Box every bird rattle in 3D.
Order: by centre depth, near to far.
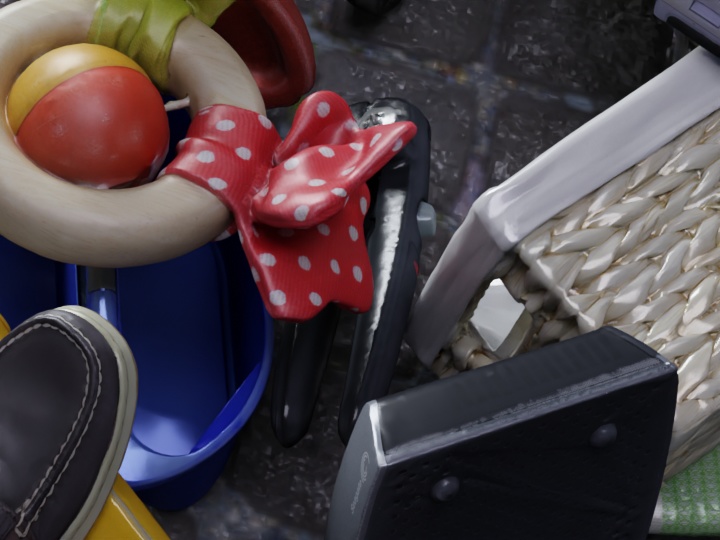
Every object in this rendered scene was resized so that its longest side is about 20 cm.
[{"bbox_3d":[-0.083,-0.054,1.013,0.162,0.113,0.201,-18,68,-23],"label":"bird rattle"}]

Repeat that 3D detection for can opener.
[{"bbox_3d":[0.000,0.000,1.069,0.063,0.079,0.200,-8,39,11],"label":"can opener"}]

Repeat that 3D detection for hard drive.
[{"bbox_3d":[0.046,0.104,0.987,0.134,0.200,0.042,-17,54,-18],"label":"hard drive"}]

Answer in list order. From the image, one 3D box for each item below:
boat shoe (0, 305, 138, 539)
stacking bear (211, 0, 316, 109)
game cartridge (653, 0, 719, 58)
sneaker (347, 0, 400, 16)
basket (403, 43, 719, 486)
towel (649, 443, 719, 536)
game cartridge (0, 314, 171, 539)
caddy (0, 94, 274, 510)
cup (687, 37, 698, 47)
[{"bbox_3d":[-0.156,0.098,0.930,0.072,0.065,0.200,43,100,18],"label":"boat shoe"},{"bbox_3d":[-0.074,-0.182,1.172,0.121,0.114,0.201,-2,51,13],"label":"stacking bear"},{"bbox_3d":[0.206,-0.111,1.040,0.200,0.038,0.130,35,60,8],"label":"game cartridge"},{"bbox_3d":[0.007,-0.212,1.231,0.104,0.060,0.200,28,56,4],"label":"sneaker"},{"bbox_3d":[0.138,-0.003,1.064,0.200,0.136,0.123,-35,77,-26],"label":"basket"},{"bbox_3d":[0.163,0.050,1.135,0.199,0.031,0.150,3,63,-11],"label":"towel"},{"bbox_3d":[-0.188,0.094,0.994,0.176,0.032,0.200,-43,71,11],"label":"game cartridge"},{"bbox_3d":[-0.110,0.007,1.062,0.141,0.105,0.201,-2,62,-9],"label":"caddy"},{"bbox_3d":[0.205,-0.163,1.178,0.143,0.200,0.201,-39,72,0],"label":"cup"}]
